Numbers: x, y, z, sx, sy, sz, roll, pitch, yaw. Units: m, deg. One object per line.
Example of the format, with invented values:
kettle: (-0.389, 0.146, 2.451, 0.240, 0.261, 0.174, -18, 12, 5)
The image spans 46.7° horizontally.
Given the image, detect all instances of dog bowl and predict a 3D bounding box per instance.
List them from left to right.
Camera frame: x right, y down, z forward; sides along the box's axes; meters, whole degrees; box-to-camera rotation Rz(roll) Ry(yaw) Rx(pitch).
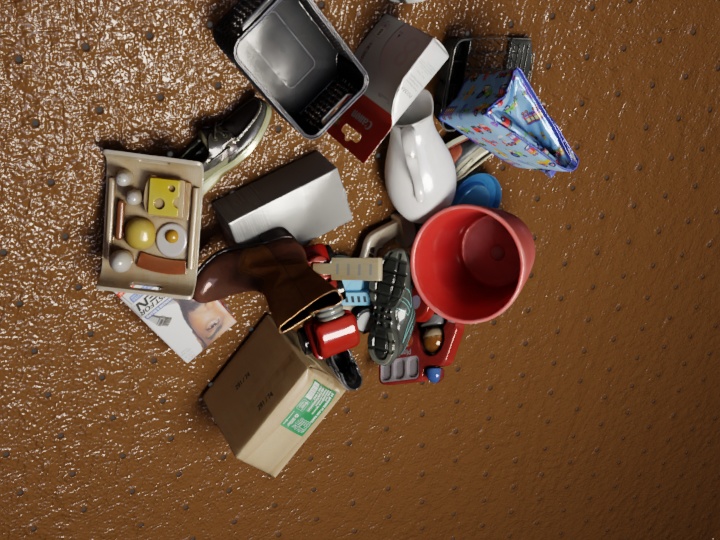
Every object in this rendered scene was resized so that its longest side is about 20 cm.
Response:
dog bowl: (0.176, -0.096, 1.536, 0.111, 0.050, 0.201, 23, 105, -38)

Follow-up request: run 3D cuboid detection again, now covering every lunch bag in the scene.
lunch bag: (0.247, -0.214, 1.326, 0.200, 0.150, 0.094, 41, 81, -23)

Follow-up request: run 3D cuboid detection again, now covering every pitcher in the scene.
pitcher: (0.092, -0.169, 1.368, 0.119, 0.173, 0.202, -5, 126, 11)

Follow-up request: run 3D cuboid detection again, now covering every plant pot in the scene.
plant pot: (0.209, -0.022, 1.428, 0.177, 0.199, 0.202, -18, 134, -61)

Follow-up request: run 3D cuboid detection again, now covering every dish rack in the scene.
dish rack: (0.218, -0.323, 1.420, 0.198, 0.055, 0.155, -8, 123, -27)

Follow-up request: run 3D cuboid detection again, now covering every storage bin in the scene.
storage bin: (-0.099, -0.309, 1.217, 0.135, 0.094, 0.200, -44, 129, 1)

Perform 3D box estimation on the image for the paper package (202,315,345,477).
paper package: (-0.152, 0.214, 1.436, 0.201, 0.191, 0.103, -51, 131, 5)

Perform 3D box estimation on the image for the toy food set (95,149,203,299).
toy food set: (-0.305, -0.066, 1.203, 0.141, 0.060, 0.203, 6, 102, -3)

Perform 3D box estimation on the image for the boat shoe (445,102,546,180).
boat shoe: (0.236, -0.225, 1.444, 0.198, 0.063, 0.071, -26, 167, 10)

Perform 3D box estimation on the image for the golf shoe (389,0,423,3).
golf shoe: (0.052, -0.434, 1.231, 0.198, 0.094, 0.079, 2, 116, -33)

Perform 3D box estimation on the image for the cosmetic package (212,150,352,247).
cosmetic package: (-0.122, -0.096, 1.338, 0.198, 0.090, 0.108, -28, 129, -17)

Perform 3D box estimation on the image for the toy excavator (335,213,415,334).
toy excavator: (0.000, 0.000, 1.469, 0.192, 0.100, 0.203, 0, 109, -32)

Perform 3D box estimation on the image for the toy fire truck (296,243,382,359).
toy fire truck: (-0.038, 0.043, 1.306, 0.127, 0.200, 0.178, -18, 94, -14)

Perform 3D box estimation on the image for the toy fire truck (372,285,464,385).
toy fire truck: (0.111, 0.122, 1.525, 0.111, 0.199, 0.170, 11, 74, -42)

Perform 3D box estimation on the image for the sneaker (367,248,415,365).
sneaker: (0.057, 0.060, 1.444, 0.079, 0.075, 0.203, -7, 108, -55)

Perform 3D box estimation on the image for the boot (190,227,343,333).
boot: (-0.144, 0.036, 1.222, 0.186, 0.200, 0.069, -23, 130, -15)

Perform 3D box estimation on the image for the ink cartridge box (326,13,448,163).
ink cartridge box: (0.023, -0.280, 1.260, 0.200, 0.163, 0.057, -47, 129, 3)

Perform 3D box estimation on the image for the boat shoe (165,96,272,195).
boat shoe: (-0.214, -0.183, 1.237, 0.200, 0.073, 0.065, -48, 135, 3)

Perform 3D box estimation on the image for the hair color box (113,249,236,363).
hair color box: (-0.300, 0.043, 1.330, 0.111, 0.064, 0.201, -40, 131, -5)

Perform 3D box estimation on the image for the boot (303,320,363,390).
boot: (-0.033, 0.181, 1.525, 0.070, 0.132, 0.201, -38, 130, -5)
